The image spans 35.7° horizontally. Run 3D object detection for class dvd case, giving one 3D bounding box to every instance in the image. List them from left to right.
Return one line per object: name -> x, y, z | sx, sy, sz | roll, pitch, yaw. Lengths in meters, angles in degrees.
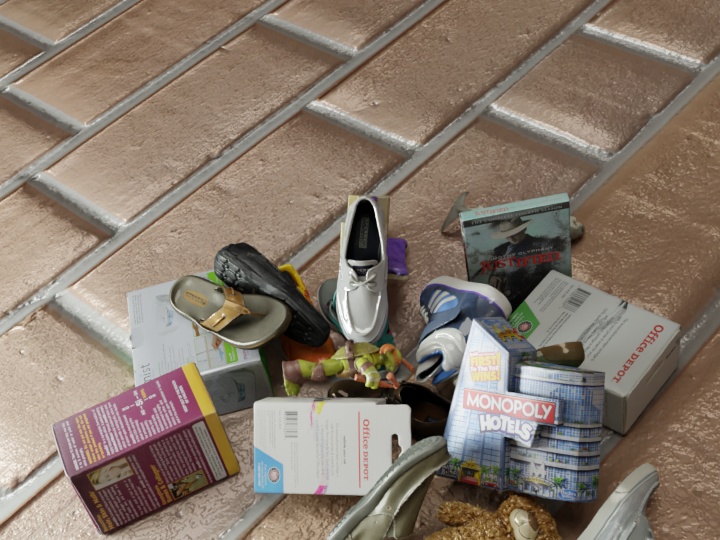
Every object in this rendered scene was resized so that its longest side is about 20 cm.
dvd case -> 0.215, -0.015, 1.523 | 0.146, 0.200, 0.022 | -10, 44, 2

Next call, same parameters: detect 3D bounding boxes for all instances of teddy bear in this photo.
teddy bear -> 0.137, 0.326, 1.298 | 0.200, 0.067, 0.145 | -11, 47, 2

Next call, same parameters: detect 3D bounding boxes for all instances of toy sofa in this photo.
toy sofa -> 0.023, -0.051, 1.622 | 0.097, 0.083, 0.200 | 3, 15, 2

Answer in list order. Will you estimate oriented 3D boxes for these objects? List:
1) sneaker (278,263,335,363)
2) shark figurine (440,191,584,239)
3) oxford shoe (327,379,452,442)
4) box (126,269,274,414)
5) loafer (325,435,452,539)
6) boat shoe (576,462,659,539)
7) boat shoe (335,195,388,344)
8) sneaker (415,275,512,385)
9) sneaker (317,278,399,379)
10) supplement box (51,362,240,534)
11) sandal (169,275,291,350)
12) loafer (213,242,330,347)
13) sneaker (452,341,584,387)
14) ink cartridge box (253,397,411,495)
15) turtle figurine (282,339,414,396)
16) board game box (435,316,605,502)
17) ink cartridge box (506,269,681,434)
sneaker -> -0.091, 0.071, 1.595 | 0.073, 0.077, 0.200 | -22, 47, -12
shark figurine -> 0.217, -0.051, 1.652 | 0.214, 0.090, 0.128 | 11, 15, 12
oxford shoe -> 0.045, 0.170, 1.462 | 0.200, 0.084, 0.073 | 10, 51, 24
box -> -0.229, 0.104, 1.578 | 0.176, 0.097, 0.200 | -16, 45, -3
loafer -> 0.043, 0.276, 1.321 | 0.070, 0.075, 0.200 | 43, 106, 4
boat shoe -> 0.297, 0.311, 1.285 | 0.071, 0.070, 0.201 | 33, 63, 23
boat shoe -> 0.000, 0.000, 1.475 | 0.073, 0.065, 0.200 | -4, 81, 3
sneaker -> 0.103, 0.085, 1.502 | 0.146, 0.081, 0.200 | -47, 20, -19
sneaker -> -0.014, 0.050, 1.566 | 0.084, 0.121, 0.200 | -26, 46, -13
supplement box -> -0.274, 0.229, 1.442 | 0.200, 0.131, 0.103 | -23, 44, -11
sandal -> -0.184, 0.047, 1.506 | 0.200, 0.055, 0.082 | 23, 74, 30
loafer -> -0.114, 0.028, 1.551 | 0.200, 0.068, 0.070 | 39, 45, 15
sneaker -> 0.204, 0.155, 1.398 | 0.200, 0.067, 0.090 | -25, 70, 42
ink cartridge box -> -0.029, 0.219, 1.402 | 0.200, 0.068, 0.115 | -1, 89, 12
turtle figurine -> -0.016, 0.121, 1.416 | 0.161, 0.064, 0.200 | -11, 4, 3
board game box -> 0.186, 0.159, 1.327 | 0.200, 0.200, 0.062 | 4, 3, 43
ink cartridge box -> 0.299, 0.104, 1.469 | 0.200, 0.083, 0.147 | 26, 56, 34
